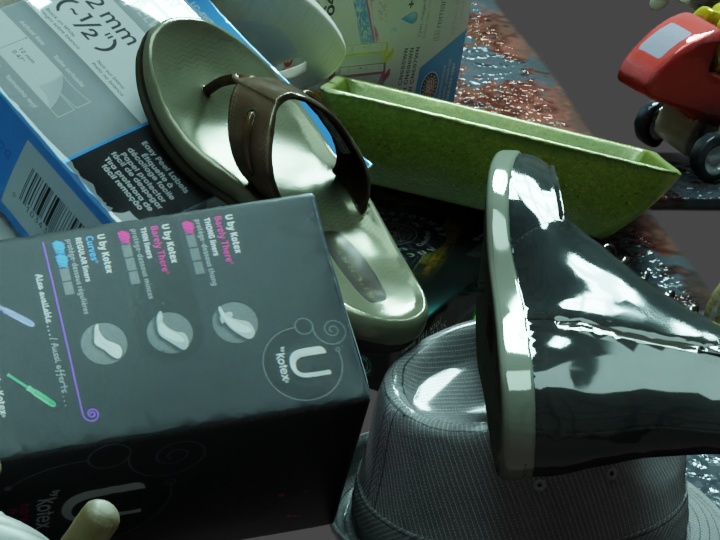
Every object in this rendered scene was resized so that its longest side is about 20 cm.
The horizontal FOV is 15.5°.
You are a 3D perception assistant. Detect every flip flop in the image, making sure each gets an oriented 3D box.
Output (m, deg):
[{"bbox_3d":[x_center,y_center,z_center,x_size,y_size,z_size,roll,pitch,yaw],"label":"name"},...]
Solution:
[{"bbox_3d":[-0.031,-0.048,1.220,0.081,0.058,0.200,-14,57,-37],"label":"flip flop"}]

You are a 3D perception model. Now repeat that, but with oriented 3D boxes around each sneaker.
[{"bbox_3d":[0.106,0.020,1.147,0.106,0.075,0.200,1,38,-2],"label":"sneaker"}]

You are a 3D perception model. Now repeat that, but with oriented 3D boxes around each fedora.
[{"bbox_3d":[0.081,0.079,1.200,0.199,0.091,0.177,-2,26,-17],"label":"fedora"}]

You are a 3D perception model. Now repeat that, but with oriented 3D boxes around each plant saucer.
[{"bbox_3d":[0.073,-0.062,1.497,0.199,0.048,0.200,14,6,1],"label":"plant saucer"}]

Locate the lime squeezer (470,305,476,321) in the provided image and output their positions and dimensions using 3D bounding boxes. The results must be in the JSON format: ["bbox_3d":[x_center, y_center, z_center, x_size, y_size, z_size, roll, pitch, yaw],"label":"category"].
[{"bbox_3d":[0.082,0.038,1.375,0.199,0.038,0.071,-17,64,-42],"label":"lime squeezer"}]

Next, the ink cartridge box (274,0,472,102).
[{"bbox_3d":[-0.045,-0.157,1.631,0.199,0.129,0.125,-12,30,-44],"label":"ink cartridge box"}]

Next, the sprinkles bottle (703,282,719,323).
[{"bbox_3d":[0.249,0.060,1.304,0.068,0.069,0.200,-7,27,-26],"label":"sprinkles bottle"}]

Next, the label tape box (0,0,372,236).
[{"bbox_3d":[-0.097,-0.081,1.301,0.200,0.066,0.143,-29,68,-39],"label":"label tape box"}]

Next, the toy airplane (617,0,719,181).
[{"bbox_3d":[0.275,-0.143,1.672,0.199,0.142,0.199,11,24,12],"label":"toy airplane"}]

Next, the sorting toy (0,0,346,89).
[{"bbox_3d":[-0.108,-0.145,1.475,0.180,0.107,0.200,29,-29,-26],"label":"sorting toy"}]

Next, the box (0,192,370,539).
[{"bbox_3d":[-0.108,0.054,1.116,0.199,0.122,0.106,-9,62,-14],"label":"box"}]

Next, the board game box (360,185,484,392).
[{"bbox_3d":[0.000,0.000,1.434,0.135,0.028,0.200,16,27,23],"label":"board game box"}]

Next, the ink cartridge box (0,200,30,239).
[{"bbox_3d":[-0.237,-0.030,1.290,0.146,0.084,0.200,-14,58,-34],"label":"ink cartridge box"}]

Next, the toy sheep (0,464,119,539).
[{"bbox_3d":[-0.146,0.145,0.955,0.137,0.138,0.200,6,34,1],"label":"toy sheep"}]
